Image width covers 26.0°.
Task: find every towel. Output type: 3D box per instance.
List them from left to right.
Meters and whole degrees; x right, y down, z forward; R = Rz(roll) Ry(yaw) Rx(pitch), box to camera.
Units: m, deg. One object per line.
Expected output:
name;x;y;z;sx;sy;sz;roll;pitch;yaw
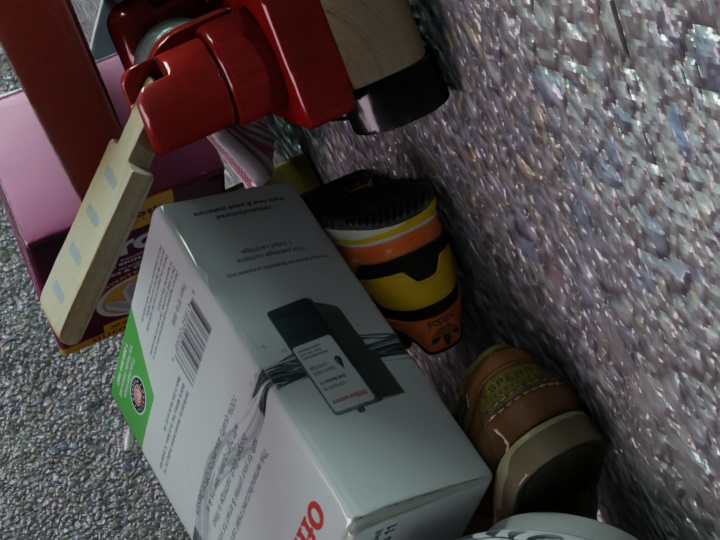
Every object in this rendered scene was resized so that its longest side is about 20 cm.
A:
towel;-0.099;-0.136;0.902;0.147;0.030;0.200;52;-171;-20

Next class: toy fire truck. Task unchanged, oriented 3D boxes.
toy fire truck;-0.077;-0.074;0.714;0.130;0.199;0.176;68;167;-18

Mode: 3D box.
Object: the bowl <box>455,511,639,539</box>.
bowl;0.087;0.170;0.687;0.202;0.199;0.095;78;-155;-50

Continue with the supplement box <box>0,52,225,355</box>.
supplement box;-0.159;-0.042;1.001;0.200;0.130;0.104;97;149;-68

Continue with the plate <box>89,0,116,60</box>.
plate;-0.157;-0.163;1.076;0.200;0.025;0.202;-165;90;-87

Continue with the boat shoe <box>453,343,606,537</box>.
boat shoe;0.073;0.106;0.773;0.068;0.071;0.201;57;155;28

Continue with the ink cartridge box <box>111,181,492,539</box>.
ink cartridge box;-0.037;0.079;0.768;0.201;0.082;0.147;56;142;31

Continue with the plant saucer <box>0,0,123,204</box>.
plant saucer;-0.172;-0.159;0.765;0.200;0.036;0.201;78;169;-62

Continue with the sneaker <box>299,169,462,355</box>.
sneaker;0.000;0.000;0.851;0.091;0.069;0.200;70;166;-10

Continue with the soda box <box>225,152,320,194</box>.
soda box;-0.027;0.029;1.040;0.201;0.067;0.064;65;168;0
